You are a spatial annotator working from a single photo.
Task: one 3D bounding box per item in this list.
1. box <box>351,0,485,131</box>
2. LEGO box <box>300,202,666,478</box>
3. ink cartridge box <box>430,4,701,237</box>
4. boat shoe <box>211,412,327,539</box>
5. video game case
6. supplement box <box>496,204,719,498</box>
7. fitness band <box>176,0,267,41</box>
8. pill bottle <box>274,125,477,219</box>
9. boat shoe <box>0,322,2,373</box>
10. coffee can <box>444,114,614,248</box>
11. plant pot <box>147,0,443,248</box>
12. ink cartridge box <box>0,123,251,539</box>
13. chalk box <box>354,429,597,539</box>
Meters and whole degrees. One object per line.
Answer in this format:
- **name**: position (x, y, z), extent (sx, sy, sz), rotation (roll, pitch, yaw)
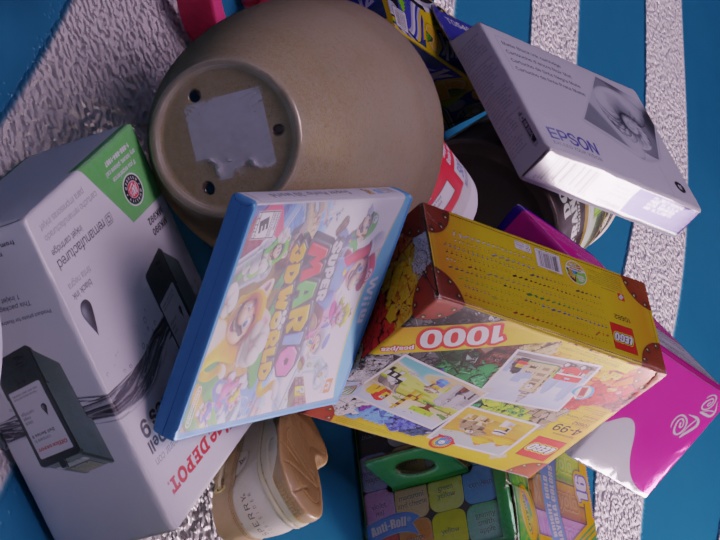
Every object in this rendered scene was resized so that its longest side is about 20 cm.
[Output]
- **box**: position (0.040, -0.179, 1.737), extent (0.200, 0.070, 0.065), rotation (26, 45, -57)
- **LEGO box**: position (0.076, 0.051, 1.403), extent (0.199, 0.149, 0.078), rotation (18, 46, -33)
- **ink cartridge box**: position (0.166, -0.131, 1.711), extent (0.199, 0.041, 0.201), rotation (17, 37, -43)
- **boat shoe**: position (-0.066, 0.119, 1.368), extent (0.074, 0.069, 0.200), rotation (61, 7, -11)
- **video game case**: position (-0.041, 0.021, 1.240), extent (0.200, 0.018, 0.144), rotation (-7, 119, -63)
- **supplement box**: position (0.161, 0.058, 1.558), extent (0.103, 0.101, 0.200), rotation (31, 13, -41)
- **fitness band**: position (-0.083, -0.250, 1.514), extent (0.144, 0.037, 0.202), rotation (13, 84, -71)
- **pill bottle**: position (-0.012, -0.092, 1.502), extent (0.200, 0.112, 0.113), rotation (50, 35, -32)
- **boat shoe**: position (-0.241, -0.002, 1.101), extent (0.071, 0.072, 0.201), rotation (14, 53, -51)
- **coffee can**: position (0.122, -0.057, 1.753), extent (0.200, 0.146, 0.147), rotation (-36, 108, -63)
- **plant pot**: position (-0.057, -0.084, 1.315), extent (0.200, 0.186, 0.189), rotation (-13, 88, -77)
- **ink cartridge box**: position (-0.151, 0.039, 1.222), extent (0.201, 0.084, 0.146), rotation (66, 27, -17)
- **chalk box**: position (0.078, 0.163, 1.567), extent (0.200, 0.124, 0.125), rotation (24, 55, -57)
